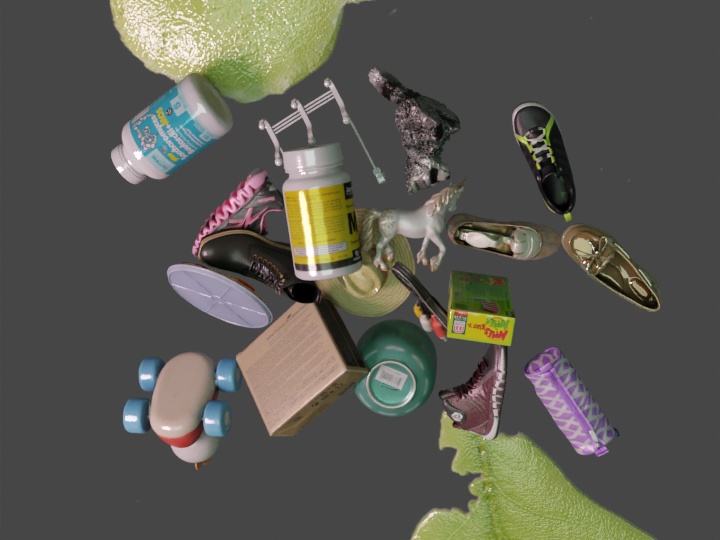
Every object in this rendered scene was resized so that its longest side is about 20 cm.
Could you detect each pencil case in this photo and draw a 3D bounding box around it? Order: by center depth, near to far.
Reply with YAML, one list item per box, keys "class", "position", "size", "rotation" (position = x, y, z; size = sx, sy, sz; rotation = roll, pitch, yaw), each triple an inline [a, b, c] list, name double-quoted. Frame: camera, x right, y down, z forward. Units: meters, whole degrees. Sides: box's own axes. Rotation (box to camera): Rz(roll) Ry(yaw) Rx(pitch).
- class: "pencil case"
  position: [0.365, 0.232, 1.504]
  size: [0.083, 0.086, 0.201]
  rotation: [-34, 100, 16]

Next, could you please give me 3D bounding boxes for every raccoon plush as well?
- class: "raccoon plush"
  position: [0.076, -0.224, 1.417]
  size: [0.200, 0.096, 0.135]
  rotation: [46, 124, 22]

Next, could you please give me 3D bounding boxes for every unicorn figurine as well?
- class: "unicorn figurine"
  position: [0.095, -0.072, 1.409]
  size: [0.197, 0.074, 0.140]
  rotation: [-5, 112, -18]

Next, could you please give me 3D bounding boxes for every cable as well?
- class: "cable"
  position: [0.105, 0.061, 1.426]
  size: [0.050, 0.200, 0.097]
  rotation: [-46, 54, -1]

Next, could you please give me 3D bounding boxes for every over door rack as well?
- class: "over door rack"
  position: [-0.062, -0.195, 1.431]
  size: [0.146, 0.067, 0.202]
  rotation: [-28, 102, 14]

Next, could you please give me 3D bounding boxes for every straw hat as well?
- class: "straw hat"
  position: [0.000, 0.000, 1.473]
  size: [0.197, 0.085, 0.205]
  rotation: [2, 108, 6]

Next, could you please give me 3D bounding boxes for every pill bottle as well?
- class: "pill bottle"
  position: [-0.063, -0.095, 1.368]
  size: [0.112, 0.114, 0.204]
  rotation: [-6, 101, 8]
- class: "pill bottle"
  position: [-0.317, -0.227, 1.427]
  size: [0.199, 0.111, 0.111]
  rotation: [-33, 101, 15]

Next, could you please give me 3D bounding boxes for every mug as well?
- class: "mug"
  position: [0.044, 0.182, 1.508]
  size: [0.183, 0.115, 0.154]
  rotation: [-23, 103, 12]

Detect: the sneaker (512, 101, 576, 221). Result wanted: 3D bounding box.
- class: "sneaker"
  position: [0.306, -0.177, 1.386]
  size: [0.071, 0.083, 0.202]
  rotation: [-24, 103, 12]

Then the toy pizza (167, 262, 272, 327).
- class: "toy pizza"
  position: [-0.239, 0.038, 1.484]
  size: [0.198, 0.201, 0.032]
  rotation: [23, 66, -1]

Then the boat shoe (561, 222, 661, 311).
- class: "boat shoe"
  position: [0.423, -0.006, 1.435]
  size: [0.199, 0.063, 0.074]
  rotation: [34, 108, -4]

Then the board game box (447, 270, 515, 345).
- class: "board game box"
  position: [0.194, 0.058, 1.408]
  size: [0.100, 0.200, 0.048]
  rotation: [8, 108, 4]

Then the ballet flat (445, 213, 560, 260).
- class: "ballet flat"
  position: [0.239, -0.049, 1.441]
  size: [0.196, 0.067, 0.069]
  rotation: [7, 108, 4]

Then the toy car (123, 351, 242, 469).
- class: "toy car"
  position: [-0.304, 0.272, 1.577]
  size: [0.181, 0.179, 0.202]
  rotation: [0, 136, 10]

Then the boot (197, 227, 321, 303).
- class: "boot"
  position: [-0.163, -0.004, 1.426]
  size: [0.197, 0.139, 0.079]
  rotation: [5, 115, -22]

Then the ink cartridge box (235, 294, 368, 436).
- class: "ink cartridge box"
  position: [-0.104, 0.163, 1.490]
  size: [0.200, 0.075, 0.166]
  rotation: [-41, 60, 23]

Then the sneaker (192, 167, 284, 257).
- class: "sneaker"
  position: [-0.208, -0.079, 1.485]
  size: [0.095, 0.079, 0.200]
  rotation: [41, 108, -19]

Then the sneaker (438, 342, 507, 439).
- class: "sneaker"
  position: [0.197, 0.202, 1.520]
  size: [0.113, 0.076, 0.203]
  rotation: [7, 108, 7]
